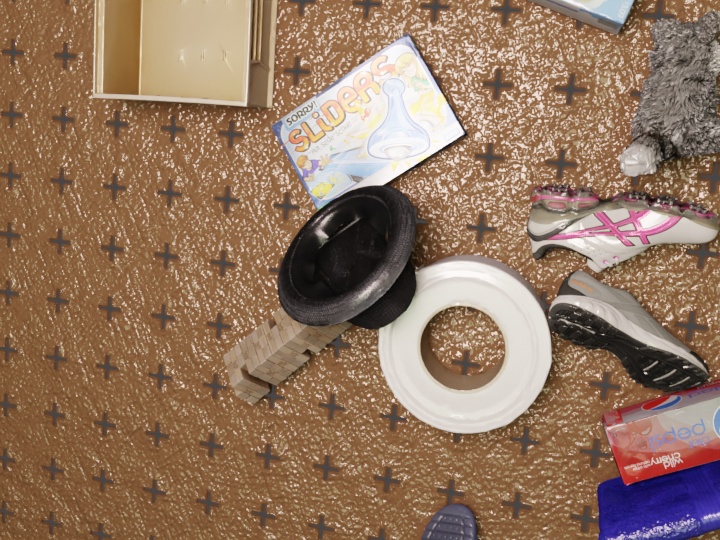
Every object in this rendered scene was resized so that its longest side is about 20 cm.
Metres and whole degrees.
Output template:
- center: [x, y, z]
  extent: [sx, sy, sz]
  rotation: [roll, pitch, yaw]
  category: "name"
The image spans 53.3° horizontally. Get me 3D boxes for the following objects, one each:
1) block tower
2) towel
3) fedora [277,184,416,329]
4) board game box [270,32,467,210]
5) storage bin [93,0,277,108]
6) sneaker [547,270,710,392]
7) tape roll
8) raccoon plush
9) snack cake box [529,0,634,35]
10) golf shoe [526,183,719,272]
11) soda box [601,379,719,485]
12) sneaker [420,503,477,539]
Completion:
- center: [-0.086, 0.083, 0.895]
  extent: [0.200, 0.054, 0.058]
  rotation: [-41, 47, 14]
  category: "block tower"
- center: [0.350, 0.239, 0.769]
  extent: [0.199, 0.148, 0.050]
  rotation: [-23, 83, 16]
  category: "towel"
- center: [0.000, 0.000, 0.799]
  extent: [0.200, 0.201, 0.092]
  rotation: [-31, 125, 16]
  category: "fedora"
- center: [0.009, -0.168, 0.860]
  extent: [0.199, 0.034, 0.136]
  rotation: [-31, 89, 16]
  category: "board game box"
- center: [-0.208, -0.301, 0.868]
  extent: [0.198, 0.094, 0.201]
  rotation: [6, 99, 14]
  category: "storage bin"
- center: [0.305, 0.066, 0.796]
  extent: [0.199, 0.080, 0.074]
  rotation: [32, 143, -6]
  category: "sneaker"
- center: [0.123, 0.083, 0.845]
  extent: [0.200, 0.071, 0.205]
  rotation: [2, 98, 14]
  category: "tape roll"
- center: [0.314, -0.180, 0.709]
  extent: [0.096, 0.200, 0.135]
  rotation: [3, 111, 27]
  category: "raccoon plush"
- center: [0.266, -0.369, 0.755]
  extent: [0.114, 0.067, 0.202]
  rotation: [25, 102, 11]
  category: "snack cake box"
- center: [0.285, -0.043, 0.792]
  extent: [0.198, 0.073, 0.093]
  rotation: [8, 104, 23]
  category: "golf shoe"
- center: [0.376, 0.170, 0.795]
  extent: [0.198, 0.063, 0.071]
  rotation: [-20, 90, 16]
  category: "soda box"
- center: [0.116, 0.392, 0.890]
  extent: [0.073, 0.082, 0.202]
  rotation: [0, 79, 37]
  category: "sneaker"
